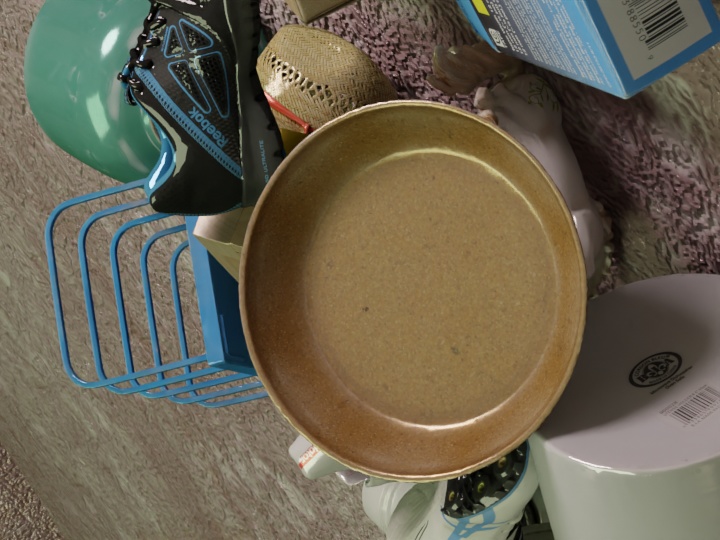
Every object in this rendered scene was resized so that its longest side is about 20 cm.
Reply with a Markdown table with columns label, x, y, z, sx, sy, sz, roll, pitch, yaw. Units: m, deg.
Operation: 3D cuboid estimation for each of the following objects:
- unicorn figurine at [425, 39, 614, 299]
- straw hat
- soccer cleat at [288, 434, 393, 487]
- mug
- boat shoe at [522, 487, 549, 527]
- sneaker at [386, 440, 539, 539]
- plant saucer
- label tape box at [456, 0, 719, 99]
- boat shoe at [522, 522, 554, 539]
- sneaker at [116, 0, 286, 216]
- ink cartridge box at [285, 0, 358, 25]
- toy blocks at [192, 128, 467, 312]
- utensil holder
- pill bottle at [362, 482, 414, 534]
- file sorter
| label | x | y | z | sx | sy | sz | roll | pitch | yaw |
| --- | --- | --- | --- | --- | --- | --- | --- | --- | --- |
| unicorn figurine | 0.100 | -0.038 | 1.282 | 0.074 | 0.137 | 0.200 | -3 | 103 | 24 |
| straw hat | -0.026 | -0.106 | 1.443 | 0.201 | 0.085 | 0.201 | 31 | -174 | -4 |
| soccer cleat | 0.024 | 0.098 | 1.413 | 0.069 | 0.085 | 0.200 | 54 | -164 | 17 |
| mug | -0.125 | -0.128 | 1.576 | 0.185 | 0.152 | 0.114 | 13 | -171 | -39 |
| boat shoe | 0.056 | 0.203 | 1.548 | 0.072 | 0.060 | 0.202 | 59 | 139 | 18 |
| sneaker | 0.074 | 0.137 | 1.349 | 0.072 | 0.072 | 0.200 | 21 | 156 | -8 |
| plant saucer | 0.031 | 0.011 | 1.213 | 0.200 | 0.200 | 0.035 | 47 | -160 | 17 |
| label tape box | 0.083 | -0.172 | 1.118 | 0.143 | 0.066 | 0.200 | 61 | 172 | -21 |
| boat shoe | 0.177 | 0.211 | 1.432 | 0.200 | 0.076 | 0.060 | 14 | 147 | 8 |
| sneaker | -0.094 | -0.125 | 1.245 | 0.073 | 0.082 | 0.200 | -130 | 29 | -77 |
| ink cartridge box | -0.055 | -0.251 | 1.223 | 0.200 | 0.075 | 0.165 | 55 | 170 | 53 |
| toy blocks | 0.000 | 0.000 | 1.336 | 0.200 | 0.100 | 0.137 | 15 | 164 | 25 |
| utensil holder | 0.183 | 0.126 | 1.253 | 0.170 | 0.170 | 0.200 | 31 | 148 | 48 |
| pill bottle | 0.099 | 0.194 | 1.637 | 0.200 | 0.116 | 0.116 | 38 | 155 | 39 |
| file sorter | -0.113 | 0.018 | 1.580 | 0.200 | 0.122 | 0.139 | 19 | -122 | -67 |
